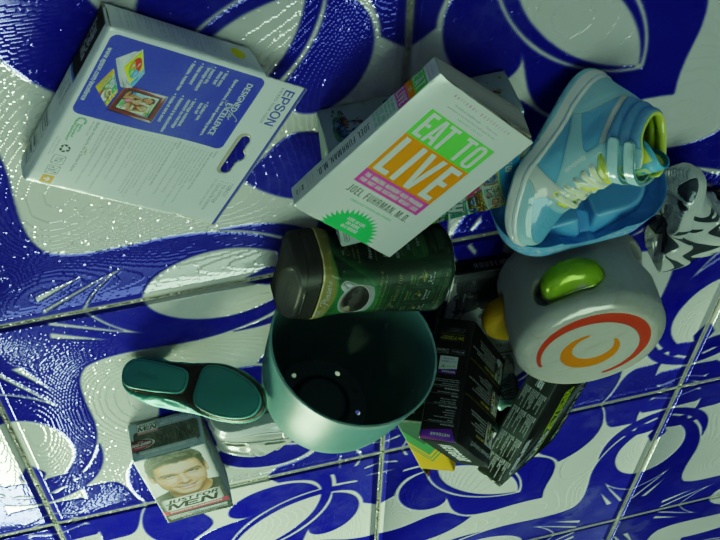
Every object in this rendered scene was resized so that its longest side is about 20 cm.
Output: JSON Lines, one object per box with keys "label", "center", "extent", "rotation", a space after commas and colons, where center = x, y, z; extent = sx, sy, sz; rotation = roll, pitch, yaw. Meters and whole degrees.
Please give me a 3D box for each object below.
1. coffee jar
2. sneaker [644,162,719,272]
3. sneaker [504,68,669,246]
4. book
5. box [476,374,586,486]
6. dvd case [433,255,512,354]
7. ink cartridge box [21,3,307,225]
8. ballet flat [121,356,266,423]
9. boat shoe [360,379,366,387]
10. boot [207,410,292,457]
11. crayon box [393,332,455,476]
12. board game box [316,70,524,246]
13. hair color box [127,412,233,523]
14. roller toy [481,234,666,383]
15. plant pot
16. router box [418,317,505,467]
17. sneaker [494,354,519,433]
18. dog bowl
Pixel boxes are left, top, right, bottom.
{"label": "coffee jar", "center": [0.000, 0.000, 1.257], "extent": [0.200, 0.085, 0.104], "rotation": [-3, 142, -20]}
{"label": "sneaker", "center": [0.425, -0.076, 1.343], "extent": [0.129, 0.080, 0.199], "rotation": [-16, 144, -4]}
{"label": "sneaker", "center": [0.237, -0.096, 1.134], "extent": [0.079, 0.131, 0.200], "rotation": [8, 112, -52]}
{"label": "book", "center": [0.047, -0.106, 1.075], "extent": [0.133, 0.048, 0.200], "rotation": [26, 127, -37]}
{"label": "box", "center": [0.255, 0.179, 1.517], "extent": [0.193, 0.047, 0.200], "rotation": [-22, 141, -58]}
{"label": "dvd case", "center": [0.174, 0.051, 1.449], "extent": [0.150, 0.025, 0.200], "rotation": [-8, 144, -13]}
{"label": "ink cartridge box", "center": [-0.185, -0.138, 1.036], "extent": [0.200, 0.047, 0.198], "rotation": [11, 134, -36]}
{"label": "ballet flat", "center": [-0.192, 0.145, 1.338], "extent": [0.200, 0.067, 0.070], "rotation": [10, 163, 21]}
{"label": "boat shoe", "center": [0.045, 0.172, 1.517], "extent": [0.072, 0.068, 0.200], "rotation": [-30, 142, 16]}
{"label": "boot", "center": [-0.104, 0.205, 1.508], "extent": [0.200, 0.074, 0.096], "rotation": [-5, 149, -3]}
{"label": "crayon box", "center": [0.099, 0.181, 1.466], "extent": [0.051, 0.127, 0.200], "rotation": [2, 151, 17]}
{"label": "board game box", "center": [0.063, -0.115, 1.152], "extent": [0.200, 0.064, 0.148], "rotation": [-15, 144, -6]}
{"label": "hair color box", "center": [-0.247, 0.273, 1.536], "extent": [0.099, 0.061, 0.200], "rotation": [-15, 143, -4]}
{"label": "roller toy", "center": [0.260, 0.038, 1.332], "extent": [0.182, 0.140, 0.200], "rotation": [8, 139, -23]}
{"label": "plant pot", "center": [-0.029, 0.127, 1.331], "extent": [0.200, 0.201, 0.161], "rotation": [-2, 150, -21]}
{"label": "router box", "center": [0.131, 0.157, 1.391], "extent": [0.051, 0.149, 0.200], "rotation": [5, 163, 20]}
{"label": "sneaker", "center": [0.181, 0.201, 1.589], "extent": [0.077, 0.086, 0.200], "rotation": [-11, 151, -11]}
{"label": "dog bowl", "center": [0.241, -0.078, 1.242], "extent": [0.200, 0.112, 0.050], "rotation": [-15, 157, -4]}
